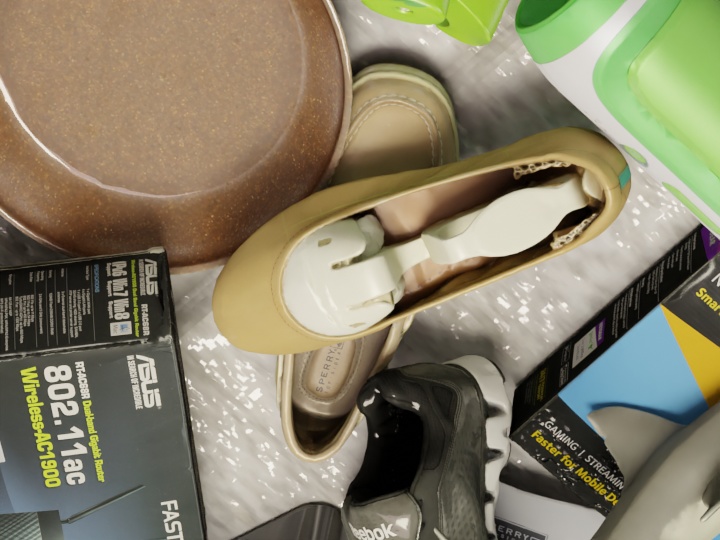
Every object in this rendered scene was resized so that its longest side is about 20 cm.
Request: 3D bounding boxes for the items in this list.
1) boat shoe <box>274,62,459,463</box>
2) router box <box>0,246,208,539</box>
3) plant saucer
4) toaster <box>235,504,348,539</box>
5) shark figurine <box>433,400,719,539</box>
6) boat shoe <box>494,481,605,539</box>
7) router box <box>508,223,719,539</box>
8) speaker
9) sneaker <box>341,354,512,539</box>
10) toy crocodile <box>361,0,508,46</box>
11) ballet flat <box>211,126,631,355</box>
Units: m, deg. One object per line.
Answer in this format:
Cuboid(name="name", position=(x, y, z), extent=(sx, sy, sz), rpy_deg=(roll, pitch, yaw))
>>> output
Cuboid(name="boat shoe", position=(0.000, 0.000, 1.111), extent=(0.072, 0.065, 0.201), rpy_deg=(15, 121, -3))
Cuboid(name="router box", position=(-0.154, 0.085, 1.140), extent=(0.149, 0.062, 0.201), rpy_deg=(-7, 136, -3))
Cuboid(name="plant saucer", position=(-0.100, -0.094, 1.079), extent=(0.199, 0.037, 0.202), rpy_deg=(3, 118, 6))
Cuboid(name="toaster", position=(-0.037, 0.238, 1.226), extent=(0.199, 0.119, 0.181), rpy_deg=(-29, 115, 21))
Cuboid(name="shark figurine", position=(0.123, 0.101, 1.079), extent=(0.090, 0.214, 0.128), rpy_deg=(47, 154, 22))
Cuboid(name="boat shoe", position=(0.083, 0.154, 1.196), extent=(0.199, 0.072, 0.068), rpy_deg=(22, 157, -6))
Cuboid(name="router box", position=(0.193, 0.085, 1.148), extent=(0.200, 0.051, 0.149), rpy_deg=(39, 117, -15))
Cuboid(name="speaker", position=(0.162, -0.068, 1.043), extent=(0.200, 0.089, 0.088), rpy_deg=(41, 117, -17))
Cuboid(name="sneaker", position=(0.029, 0.135, 1.103), extent=(0.090, 0.202, 0.066), rpy_deg=(10, 160, -44))
Cuboid(name="toy crocodile", position=(-0.015, -0.151, 1.002), extent=(0.199, 0.068, 0.062), rpy_deg=(18, 168, -28))
Cuboid(name="ballet flat", position=(0.024, -0.013, 1.042), extent=(0.199, 0.063, 0.069), rpy_deg=(-23, 101, 6))
